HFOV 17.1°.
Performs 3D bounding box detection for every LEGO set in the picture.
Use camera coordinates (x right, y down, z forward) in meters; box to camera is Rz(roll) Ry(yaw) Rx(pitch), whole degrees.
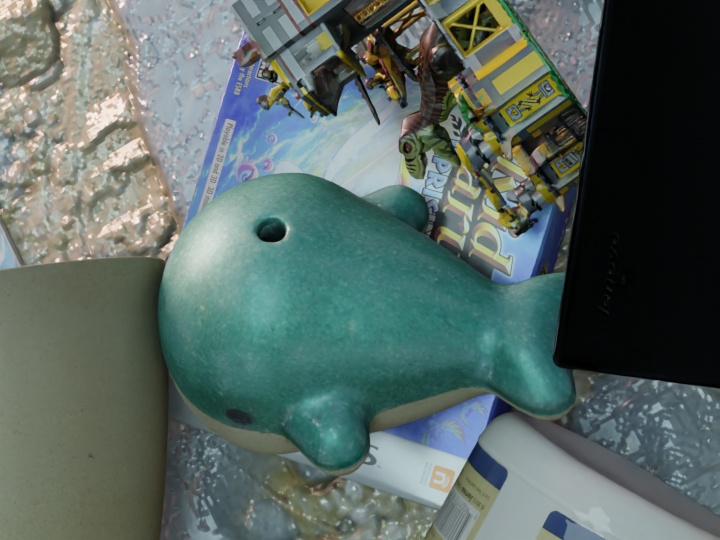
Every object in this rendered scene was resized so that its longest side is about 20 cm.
[{"bbox_3d":[0.024,-0.078,1.069,0.116,0.200,0.154,-36,84,7],"label":"LEGO set"}]

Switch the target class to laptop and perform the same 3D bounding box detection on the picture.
[{"bbox_3d":[0.139,-0.046,1.063,0.115,0.200,0.188,9,89,-4],"label":"laptop"}]

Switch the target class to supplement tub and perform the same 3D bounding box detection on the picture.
[{"bbox_3d":[0.078,0.183,1.109,0.144,0.144,0.201,30,95,14],"label":"supplement tub"}]

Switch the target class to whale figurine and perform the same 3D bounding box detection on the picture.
[{"bbox_3d":[0.003,0.016,1.094,0.199,0.104,0.160,6,54,16],"label":"whale figurine"}]

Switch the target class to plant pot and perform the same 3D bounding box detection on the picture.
[{"bbox_3d":[-0.167,0.109,1.134,0.186,0.187,0.201,-11,86,14],"label":"plant pot"}]

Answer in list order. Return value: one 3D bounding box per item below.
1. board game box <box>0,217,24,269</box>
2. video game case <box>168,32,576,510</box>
[{"bbox_3d":[-0.289,-0.004,1.277,0.199,0.026,0.201,-29,81,12],"label":"board game box"},{"bbox_3d":[0.000,0.000,1.190,0.180,0.045,0.201,17,92,14],"label":"video game case"}]
